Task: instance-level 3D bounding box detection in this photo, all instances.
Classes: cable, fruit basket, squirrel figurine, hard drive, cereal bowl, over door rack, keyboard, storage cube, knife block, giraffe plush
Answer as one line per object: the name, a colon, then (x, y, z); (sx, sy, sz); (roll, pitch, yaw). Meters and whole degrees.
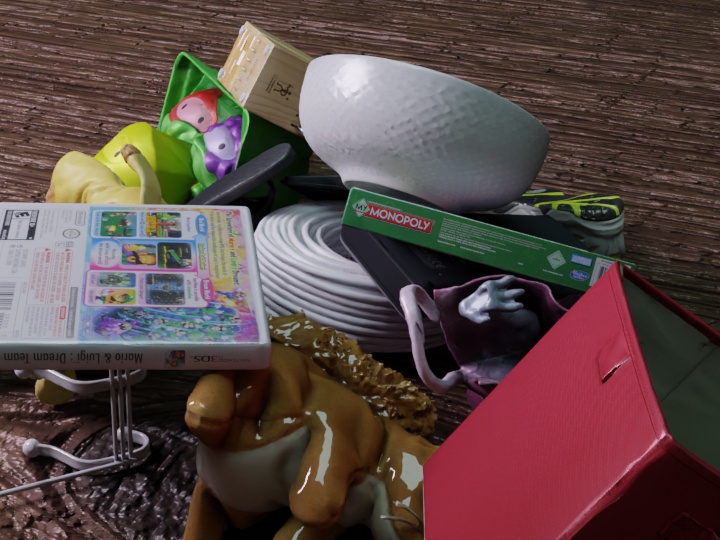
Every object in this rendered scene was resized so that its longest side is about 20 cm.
cable: (0.000, 0.000, 1.115); (0.199, 0.069, 0.200); (3, 26, -15)
fruit basket: (-0.174, -0.116, 1.286); (0.215, 0.156, 0.216); (16, 19, -6)
squirrel figurine: (-0.003, 0.111, 0.865); (0.186, 0.142, 0.200); (12, 32, 7)
hard drive: (0.101, -0.006, 1.055); (0.199, 0.033, 0.140); (0, 28, -26)
cereal bowl: (0.042, -0.093, 1.031); (0.200, 0.084, 0.200); (18, -6, 2)
over door rack: (-0.239, 0.086, 0.880); (0.200, 0.148, 0.067); (-19, 35, -34)
keyboard: (0.003, -0.070, 1.227); (0.127, 0.021, 0.200); (0, -1, 8)
storage cube: (0.151, 0.139, 0.703); (0.171, 0.180, 0.200); (33, 25, -15)
knife block: (-0.030, -0.151, 1.215); (0.175, 0.064, 0.200); (25, 10, -23)
giraffe plush: (-0.215, 0.013, 1.016); (0.162, 0.173, 0.200); (-42, 15, -27)

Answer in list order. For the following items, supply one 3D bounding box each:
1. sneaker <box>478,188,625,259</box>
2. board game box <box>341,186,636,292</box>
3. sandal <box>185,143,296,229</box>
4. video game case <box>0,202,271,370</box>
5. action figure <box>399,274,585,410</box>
sneaker: (0.169, -0.032, 1.212); (0.075, 0.077, 0.200); (-13, 13, -21)
board game box: (0.097, -0.017, 0.940); (0.199, 0.029, 0.135); (16, 3, 11)
sandal: (-0.124, -0.046, 1.158); (0.200, 0.048, 0.075); (-33, 17, 26)
video game case: (-0.156, 0.006, 0.861); (0.181, 0.024, 0.200); (1, 27, -10)
action figure: (0.102, 0.085, 0.904); (0.148, 0.200, 0.134); (-6, 72, -4)
